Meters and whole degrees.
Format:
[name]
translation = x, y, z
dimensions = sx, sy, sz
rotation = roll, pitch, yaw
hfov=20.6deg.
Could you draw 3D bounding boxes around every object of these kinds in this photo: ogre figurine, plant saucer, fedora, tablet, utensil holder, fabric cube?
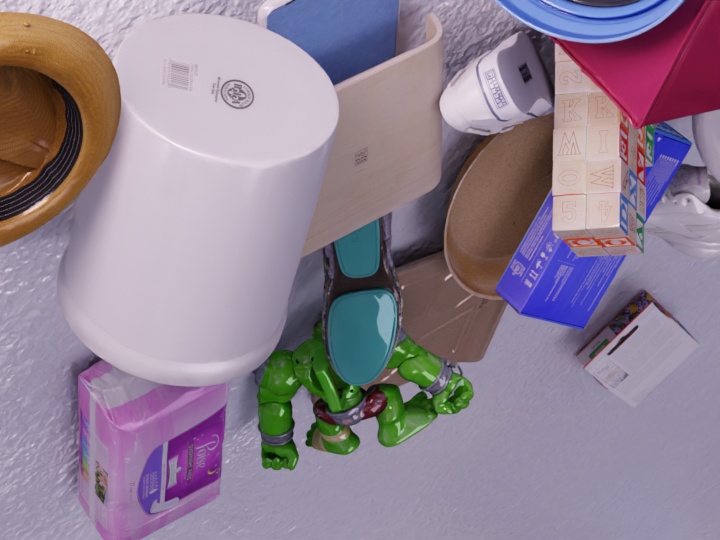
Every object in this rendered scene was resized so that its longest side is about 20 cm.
[ogre figurine]
translation = -0.011, 0.104, 1.756
dimensions = 0.121, 0.198, 0.099
rotation = 64, 35, -33
[plant saucer]
translation = 0.148, -0.069, 1.770
dimensions = 0.199, 0.035, 0.202
rotation = -21, 132, -25
[fedora]
translation = -0.245, -0.097, 1.218
dimensions = 0.199, 0.082, 0.202
rotation = -25, 144, -20
[tablet]
translation = -0.024, -0.156, 1.487
dimensions = 0.129, 0.014, 0.201
rotation = -30, 151, -22
[utensil holder]
translation = -0.111, -0.050, 1.365
dimensions = 0.169, 0.170, 0.201
rotation = -18, 144, -37
[fabric cube]
translation = 0.254, -0.253, 1.502
dimensions = 0.198, 0.200, 0.197
rotation = -14, 143, -42

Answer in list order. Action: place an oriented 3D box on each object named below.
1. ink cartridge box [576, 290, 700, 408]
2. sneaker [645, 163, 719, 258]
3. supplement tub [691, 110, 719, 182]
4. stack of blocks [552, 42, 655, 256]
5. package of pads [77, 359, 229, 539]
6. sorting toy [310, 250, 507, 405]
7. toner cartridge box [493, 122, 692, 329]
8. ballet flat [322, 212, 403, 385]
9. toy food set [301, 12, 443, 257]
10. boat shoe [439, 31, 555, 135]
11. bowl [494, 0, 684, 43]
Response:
[ink cartridge box]
translation = 0.302, 0.082, 2.206
dimensions = 0.109, 0.050, 0.200
rotation = -44, 151, 6
[sneaker]
translation = 0.273, -0.072, 1.862
dimensions = 0.198, 0.075, 0.100
rotation = 7, 142, -14
[supplement tub]
translation = 0.406, -0.158, 1.853
dimensions = 0.200, 0.144, 0.145
rotation = -34, 159, -56
[stack of blocks]
translation = 0.204, -0.116, 1.646
dimensions = 0.058, 0.202, 0.115
rotation = -3, 165, 22
[package of pads]
translation = -0.172, 0.136, 1.649
dimensions = 0.120, 0.076, 0.201
rotation = -26, 149, -25
[sorting toy]
translation = 0.054, 0.042, 1.854
dimensions = 0.199, 0.037, 0.186
rotation = -15, 143, -33
[toner cartridge box]
translation = 0.208, -0.048, 1.775
dimensions = 0.094, 0.043, 0.201
rotation = 13, 112, -44
[ballet flat]
translation = 0.000, 0.000, 1.655
dimensions = 0.072, 0.072, 0.202
rotation = -24, 131, -29
[toy food set]
translation = -0.017, -0.103, 1.512
dimensions = 0.199, 0.060, 0.144
rotation = -28, 139, -28
[boat shoe]
translation = 0.109, -0.148, 1.591
dimensions = 0.065, 0.074, 0.200
rotation = -23, 178, 19
[bowl]
translation = 0.157, -0.260, 1.382
dimensions = 0.039, 0.200, 0.202
rotation = -42, 163, -51
